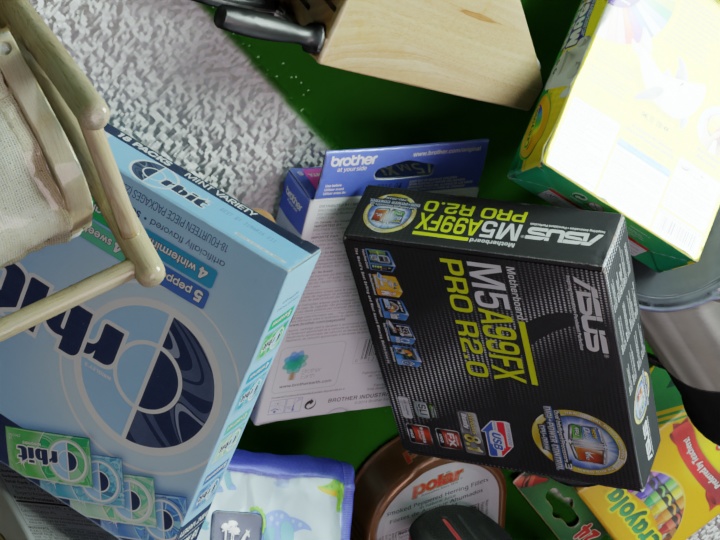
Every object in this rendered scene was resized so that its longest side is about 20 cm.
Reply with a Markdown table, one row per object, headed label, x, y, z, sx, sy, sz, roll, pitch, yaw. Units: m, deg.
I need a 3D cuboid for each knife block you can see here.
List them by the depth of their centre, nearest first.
| label | x | y | z | sx | sy | sz | roll | pitch | yaw |
| --- | --- | --- | --- | --- | --- | --- | --- | --- | --- |
| knife block | -0.004 | -0.142 | 1.230 | 0.175 | 0.064 | 0.201 | -29 | 135 | -7 |

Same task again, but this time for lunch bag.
| label | x | y | z | sx | sy | sz | roll | pitch | yaw |
| --- | --- | --- | --- | --- | --- | --- | --- | --- | --- |
| lunch bag | -0.104 | 0.202 | 1.406 | 0.169 | 0.127 | 0.201 | 8 | 110 | -30 |

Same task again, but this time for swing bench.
| label | x | y | z | sx | sy | sz | roll | pitch | yaw |
| --- | --- | --- | --- | --- | --- | --- | --- | --- | --- |
| swing bench | -0.230 | -0.056 | 1.072 | 0.198 | 0.200 | 0.130 | -25 | 139 | -11 |

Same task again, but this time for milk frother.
| label | x | y | z | sx | sy | sz | roll | pitch | yaw |
| --- | --- | --- | --- | --- | --- | --- | --- | --- | --- |
| milk frother | 0.179 | 0.038 | 1.392 | 0.200 | 0.180 | 0.188 | -48 | 139 | -7 |

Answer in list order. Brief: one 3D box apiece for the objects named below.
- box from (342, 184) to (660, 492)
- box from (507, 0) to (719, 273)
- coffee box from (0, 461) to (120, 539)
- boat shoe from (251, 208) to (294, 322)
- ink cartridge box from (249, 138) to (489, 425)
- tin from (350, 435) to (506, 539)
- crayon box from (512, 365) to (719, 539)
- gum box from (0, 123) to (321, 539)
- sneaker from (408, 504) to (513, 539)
| label | x | y | z | sx | sy | sz | roll | pitch | yaw |
| --- | --- | --- | --- | --- | --- | --- | --- | --- | --- |
| box | 0.087 | 0.042 | 1.319 | 0.201 | 0.159 | 0.044 | 75 | 32 | -45 |
| box | 0.173 | -0.114 | 1.292 | 0.117 | 0.048 | 0.201 | 31 | 71 | -17 |
| coffee box | -0.188 | 0.189 | 1.285 | 0.080 | 0.200 | 0.113 | 12 | 117 | -40 |
| boat shoe | -0.109 | 0.035 | 1.295 | 0.200 | 0.074 | 0.076 | -35 | 127 | 29 |
| ink cartridge box | 0.000 | 0.000 | 1.360 | 0.119 | 0.042 | 0.201 | -6 | 130 | -29 |
| tin | 0.047 | 0.192 | 1.543 | 0.111 | 0.042 | 0.201 | -20 | 132 | -22 |
| crayon box | 0.219 | 0.132 | 1.588 | 0.200 | 0.051 | 0.127 | -39 | 135 | 2 |
| gum box | -0.134 | 0.035 | 1.224 | 0.045 | 0.169 | 0.201 | -36 | 154 | -60 |
| sneaker | 0.091 | 0.228 | 1.521 | 0.087 | 0.074 | 0.200 | -48 | 134 | 12 |
